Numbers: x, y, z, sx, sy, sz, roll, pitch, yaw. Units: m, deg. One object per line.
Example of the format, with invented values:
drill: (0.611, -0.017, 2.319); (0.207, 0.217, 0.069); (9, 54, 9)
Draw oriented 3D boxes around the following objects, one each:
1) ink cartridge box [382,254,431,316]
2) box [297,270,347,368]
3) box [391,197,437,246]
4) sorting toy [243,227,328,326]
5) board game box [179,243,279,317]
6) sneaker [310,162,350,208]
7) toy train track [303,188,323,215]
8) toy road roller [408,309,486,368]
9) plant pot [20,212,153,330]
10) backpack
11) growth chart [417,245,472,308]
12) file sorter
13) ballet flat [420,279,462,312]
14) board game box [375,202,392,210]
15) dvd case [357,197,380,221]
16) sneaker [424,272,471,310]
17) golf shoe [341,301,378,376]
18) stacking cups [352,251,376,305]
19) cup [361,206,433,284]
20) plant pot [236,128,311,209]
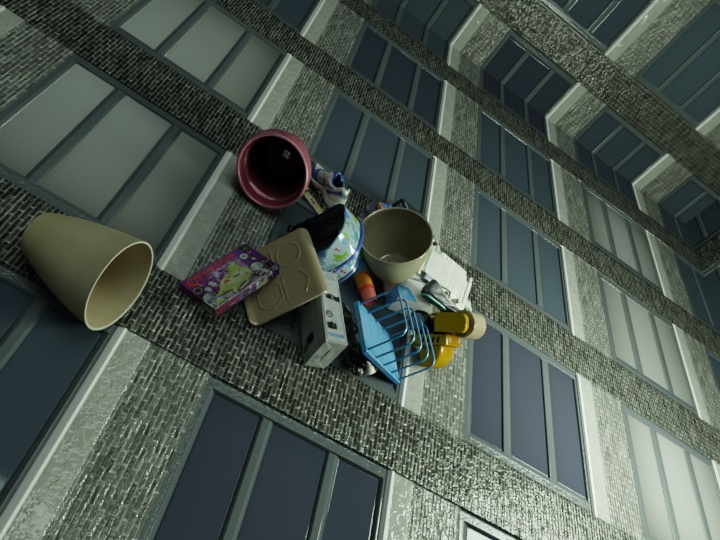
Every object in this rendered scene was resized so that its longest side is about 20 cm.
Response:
ink cartridge box: (0.126, 0.026, 1.766); (0.114, 0.067, 0.203); (19, 45, -27)
box: (-0.095, 0.113, 1.460); (0.059, 0.117, 0.203); (14, 46, -30)
box: (0.179, -0.104, 1.884); (0.159, 0.043, 0.203); (31, 34, -50)
sorting toy: (-0.188, 0.016, 1.450); (0.037, 0.197, 0.188); (61, 6, -62)
board game box: (-0.291, 0.017, 1.386); (0.119, 0.033, 0.199); (27, 44, 27)
sneaker: (-0.086, -0.262, 1.808); (0.074, 0.089, 0.201); (6, 40, -43)
toy train track: (-0.108, -0.172, 1.770); (0.201, 0.033, 0.114); (51, 39, 10)
toy road roller: (0.224, 0.182, 1.620); (0.122, 0.197, 0.150); (15, 75, -54)
plant pot: (-0.533, -0.021, 1.175); (0.198, 0.189, 0.188); (30, 38, 8)
backpack: (-0.081, -0.060, 1.560); (0.147, 0.198, 0.185); (41, 33, -32)
growth chart: (0.244, 0.022, 1.780); (0.199, 0.018, 0.146); (42, 61, -16)
file sorter: (0.087, 0.160, 1.502); (0.200, 0.121, 0.141); (49, 24, -49)
ballet flat: (0.244, 0.094, 1.712); (0.200, 0.072, 0.074); (43, 35, -28)
board game box: (0.118, -0.120, 1.903); (0.101, 0.019, 0.203); (10, 49, -38)
dvd case: (0.090, -0.128, 1.915); (0.199, 0.016, 0.149); (41, 38, -4)
sneaker: (0.256, 0.066, 1.843); (0.200, 0.074, 0.089); (43, 37, -16)
golf shoe: (-0.017, 0.172, 1.522); (0.094, 0.077, 0.203); (23, 39, -54)
stacking cups: (0.000, 0.000, 1.696); (0.060, 0.060, 0.203); (3, 58, -38)
cup: (0.091, -0.048, 1.660); (0.195, 0.145, 0.203); (1, 50, -1)
plant pot: (-0.219, -0.290, 1.672); (0.198, 0.201, 0.180); (36, 24, -8)
